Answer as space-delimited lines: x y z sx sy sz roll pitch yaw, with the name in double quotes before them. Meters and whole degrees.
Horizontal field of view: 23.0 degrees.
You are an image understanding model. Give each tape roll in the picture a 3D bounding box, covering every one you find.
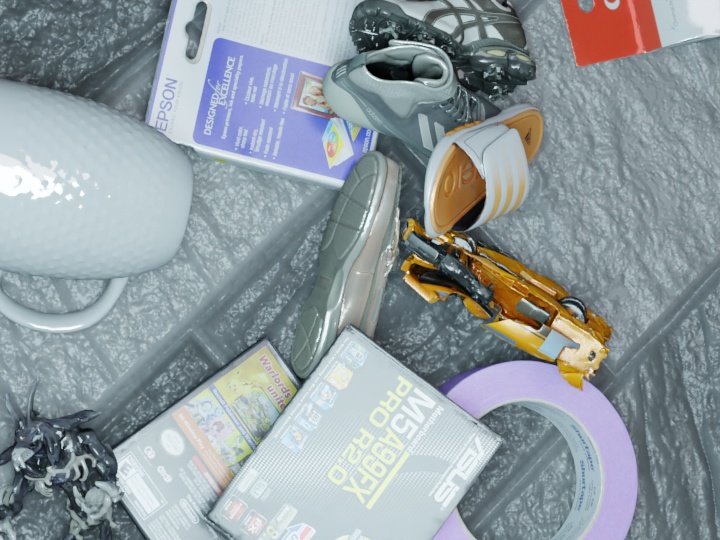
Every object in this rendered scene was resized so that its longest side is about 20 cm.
"tape roll" 0.133 0.179 1.511 0.198 0.066 0.202 1 83 -12

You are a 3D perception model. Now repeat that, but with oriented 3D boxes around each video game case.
"video game case" -0.093 0.188 1.479 0.180 0.025 0.201 -36 92 -14

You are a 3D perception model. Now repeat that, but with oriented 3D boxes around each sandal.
"sandal" 0.119 -0.089 1.467 0.206 0.059 0.080 -37 133 -49

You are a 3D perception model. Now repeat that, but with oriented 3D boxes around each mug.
"mug" -0.236 -0.042 1.423 0.174 0.148 0.201 11 112 -18

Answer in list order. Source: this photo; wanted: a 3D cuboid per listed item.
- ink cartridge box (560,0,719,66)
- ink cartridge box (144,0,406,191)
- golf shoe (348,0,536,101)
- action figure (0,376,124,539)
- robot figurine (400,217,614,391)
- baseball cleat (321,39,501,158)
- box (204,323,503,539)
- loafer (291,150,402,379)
"ink cartridge box" 0.276 -0.282 1.602 0.199 0.057 0.164 -13 87 -18
"ink cartridge box" -0.071 -0.182 1.515 0.199 0.047 0.199 14 82 -10
"golf shoe" 0.065 -0.212 1.515 0.199 0.077 0.095 14 65 -43
"action figure" -0.233 0.188 1.404 0.118 0.102 0.201 -28 96 17
"robot figurine" 0.116 0.021 1.481 0.199 0.145 0.058 31 102 5
"baseball cleat" 0.067 -0.137 1.479 0.199 0.106 0.070 10 70 -34
"box" -0.005 0.169 1.437 0.160 0.044 0.200 37 88 3
"loafer" 0.000 0.000 1.492 0.063 0.072 0.201 15 99 -27
